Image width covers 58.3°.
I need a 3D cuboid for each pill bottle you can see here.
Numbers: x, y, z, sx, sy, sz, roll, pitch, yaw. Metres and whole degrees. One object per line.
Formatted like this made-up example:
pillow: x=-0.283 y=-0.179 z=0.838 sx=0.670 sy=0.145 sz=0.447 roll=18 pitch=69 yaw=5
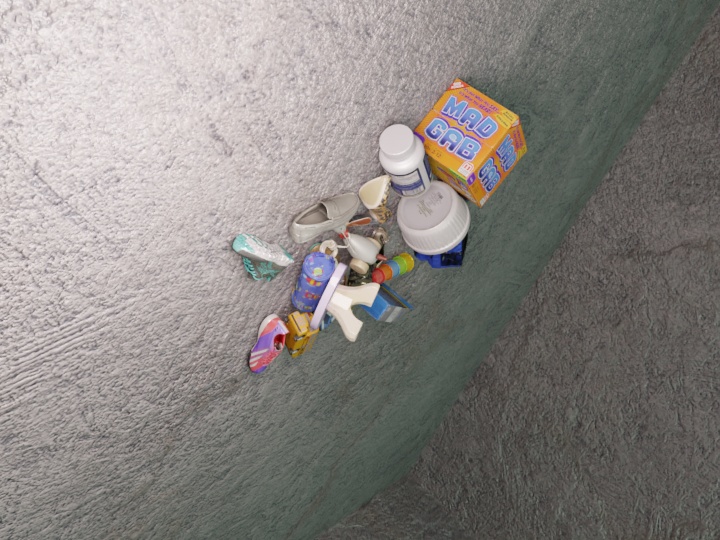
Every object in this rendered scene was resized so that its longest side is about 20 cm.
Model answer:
pill bottle: x=0.107 y=-0.267 z=1.571 sx=0.111 sy=0.111 sz=0.200 roll=-47 pitch=155 yaw=-6

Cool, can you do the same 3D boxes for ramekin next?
ramekin: x=0.193 y=-0.154 z=1.780 sx=0.200 sy=0.200 sz=0.105 roll=-48 pitch=145 yaw=-4

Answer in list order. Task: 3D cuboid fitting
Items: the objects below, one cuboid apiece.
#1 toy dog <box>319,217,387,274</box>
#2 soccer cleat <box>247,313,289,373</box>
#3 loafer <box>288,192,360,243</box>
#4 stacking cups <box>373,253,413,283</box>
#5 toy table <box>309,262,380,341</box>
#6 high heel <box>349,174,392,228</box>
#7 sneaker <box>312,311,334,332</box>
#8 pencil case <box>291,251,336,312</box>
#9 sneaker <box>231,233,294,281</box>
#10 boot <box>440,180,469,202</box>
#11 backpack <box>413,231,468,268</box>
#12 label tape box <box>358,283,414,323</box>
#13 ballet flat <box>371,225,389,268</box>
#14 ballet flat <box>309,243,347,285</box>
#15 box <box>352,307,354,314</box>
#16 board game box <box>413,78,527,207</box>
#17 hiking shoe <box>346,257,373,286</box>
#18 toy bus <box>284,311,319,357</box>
toy dog: x=-0.001 y=-0.067 z=1.615 sx=0.200 sy=0.096 sz=0.132 roll=21 pitch=80 yaw=-51
soccer cleat: x=-0.241 y=0.206 z=1.687 sx=0.068 sy=0.073 sz=0.200 roll=-19 pitch=141 yaw=-48
loafer: x=-0.079 y=-0.131 z=1.499 sx=0.200 sy=0.070 sz=0.070 roll=-35 pitch=160 yaw=-28
stacking cups: x=0.083 y=-0.001 z=1.943 sx=0.200 sy=0.060 sz=0.061 roll=-23 pitch=144 yaw=-49
toy table: x=-0.036 y=0.085 z=1.581 sx=0.184 sy=0.117 sz=0.200 roll=-61 pitch=176 yaw=-42
high heel: x=0.061 y=-0.186 z=1.641 sx=0.142 sy=0.072 sz=0.200 roll=-18 pitch=157 yaw=-39
sneaker: x=-0.093 y=0.086 z=1.774 sx=0.082 sy=0.074 sz=0.200 roll=-32 pitch=158 yaw=-31
pencil case: x=-0.119 y=0.027 z=1.592 sx=0.078 sy=0.087 sz=0.200 roll=8 pitch=149 yaw=-12
sneaker: x=-0.223 y=-0.018 z=1.414 sx=0.091 sy=0.078 sz=0.200 roll=-50 pitch=154 yaw=8
boot: x=0.302 y=-0.286 z=1.934 sx=0.165 sy=0.066 sz=0.200 roll=-40 pitch=149 yaw=-24
backpack: x=0.238 y=-0.113 z=1.921 sx=0.167 sy=0.163 sz=0.200 roll=-6 pitch=150 yaw=-2
label tape box: x=0.060 y=0.091 z=1.942 sx=0.063 sy=0.144 sz=0.200 roll=-55 pitch=154 yaw=10
ballet flat: x=0.054 y=-0.058 z=1.817 sx=0.200 sy=0.046 sz=0.068 roll=96 pitch=19 yaw=-60
ballet flat: x=-0.075 y=-0.003 z=1.671 sx=0.068 sy=0.072 sz=0.200 roll=-31 pitch=154 yaw=-1
box: x=-0.051 y=0.094 z=1.887 sx=0.041 sy=0.039 sz=0.200 roll=-42 pitch=154 yaw=-20
board game box: x=0.282 y=-0.326 z=1.673 sx=0.200 sy=0.200 sz=0.200 roll=-51 pitch=155 yaw=1
hiking shoe: x=0.000 y=0.000 z=1.726 sx=0.075 sy=0.200 sz=0.101 roll=0 pitch=127 yaw=-4
toy bus: x=-0.161 y=0.167 z=1.711 sx=0.078 sy=0.065 sz=0.200 roll=-22 pitch=161 yaw=-22
